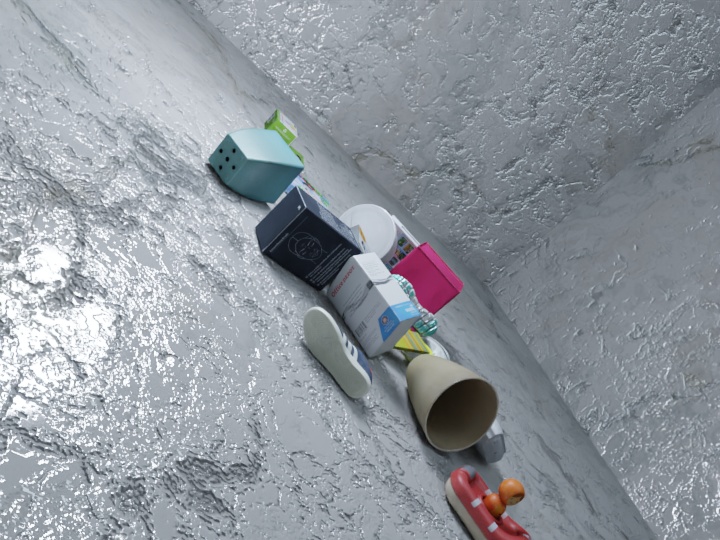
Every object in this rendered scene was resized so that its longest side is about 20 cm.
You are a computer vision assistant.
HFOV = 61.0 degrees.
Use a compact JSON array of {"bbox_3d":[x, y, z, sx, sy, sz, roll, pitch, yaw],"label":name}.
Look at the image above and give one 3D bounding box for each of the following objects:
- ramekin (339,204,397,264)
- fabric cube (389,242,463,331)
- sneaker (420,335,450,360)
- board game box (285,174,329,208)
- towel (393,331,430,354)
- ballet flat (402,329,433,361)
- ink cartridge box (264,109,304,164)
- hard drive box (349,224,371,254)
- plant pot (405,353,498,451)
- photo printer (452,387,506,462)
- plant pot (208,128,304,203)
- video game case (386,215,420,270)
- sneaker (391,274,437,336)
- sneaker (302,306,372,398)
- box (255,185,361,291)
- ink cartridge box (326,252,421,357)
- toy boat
[{"bbox_3d":[0.021,-0.093,1.852,0.203,0.202,0.094,55,4,25],"label":"ramekin"},{"bbox_3d":[0.188,0.050,1.942,0.196,0.199,0.200,48,14,6],"label":"fabric cube"},{"bbox_3d":[0.212,0.265,1.688,0.201,0.076,0.115,55,14,15],"label":"sneaker"},{"bbox_3d":[-0.169,-0.237,1.972,0.151,0.037,0.200,45,15,-14],"label":"board game box"},{"bbox_3d":[0.083,0.174,1.558,0.199,0.018,0.086,14,26,-33],"label":"towel"},{"bbox_3d":[0.130,0.200,1.656,0.067,0.067,0.200,26,18,-39],"label":"ballet flat"},{"bbox_3d":[-0.263,-0.497,2.299,0.200,0.076,0.148,40,16,-25],"label":"ink cartridge box"},{"bbox_3d":[0.000,0.000,1.629,0.156,0.076,0.201,-91,159,-68],"label":"hard drive box"},{"bbox_3d":[0.189,0.281,1.422,0.187,0.188,0.200,39,3,-31],"label":"plant pot"},{"bbox_3d":[0.294,0.378,1.524,0.167,0.069,0.200,58,-4,35],"label":"photo printer"},{"bbox_3d":[-0.276,-0.273,1.552,0.142,0.141,0.200,52,22,16],"label":"plant pot"},{"bbox_3d":[0.117,-0.072,2.104,0.182,0.200,0.024,47,49,-2],"label":"video game case"},{"bbox_3d":[0.132,0.104,1.707,0.201,0.077,0.091,56,-12,7],"label":"sneaker"},{"bbox_3d":[-0.043,0.160,1.227,0.201,0.075,0.084,59,16,2],"label":"sneaker"},{"bbox_3d":[-0.123,-0.073,1.444,0.200,0.148,0.107,37,17,-38],"label":"box"},{"bbox_3d":[0.027,0.079,1.453,0.083,0.145,0.200,-12,58,-45],"label":"ink cartridge box"},{"bbox_3d":[0.273,0.468,1.219,0.200,0.131,0.130,53,15,20],"label":"toy boat"}]
